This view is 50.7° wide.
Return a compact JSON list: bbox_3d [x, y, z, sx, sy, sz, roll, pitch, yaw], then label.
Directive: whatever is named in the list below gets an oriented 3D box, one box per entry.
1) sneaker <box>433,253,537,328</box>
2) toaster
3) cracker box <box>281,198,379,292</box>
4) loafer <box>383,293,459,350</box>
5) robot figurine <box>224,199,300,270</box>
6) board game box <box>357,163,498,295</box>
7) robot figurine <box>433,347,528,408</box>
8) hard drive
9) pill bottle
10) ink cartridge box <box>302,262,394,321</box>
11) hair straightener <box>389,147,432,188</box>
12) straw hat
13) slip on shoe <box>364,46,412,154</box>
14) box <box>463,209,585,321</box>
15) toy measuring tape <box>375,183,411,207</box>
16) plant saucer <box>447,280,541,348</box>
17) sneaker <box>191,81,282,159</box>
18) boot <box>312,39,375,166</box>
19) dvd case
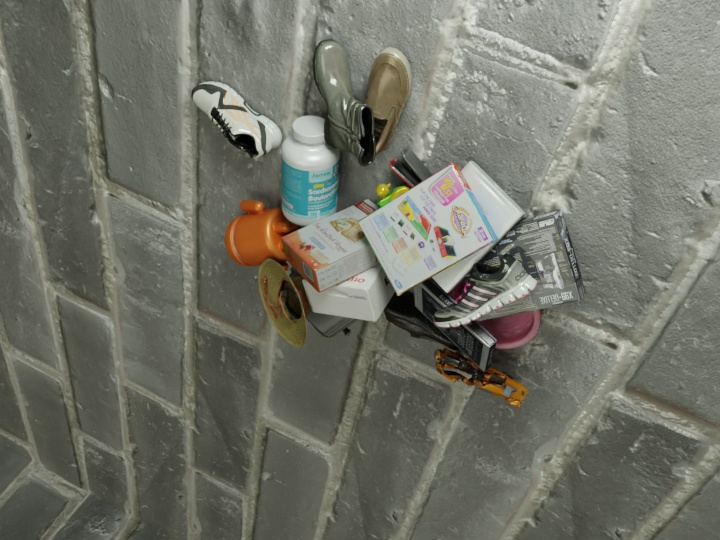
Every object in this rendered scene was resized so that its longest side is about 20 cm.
[{"bbox_3d":[0.207,0.034,1.339,0.199,0.074,0.088,-29,91,28],"label":"sneaker"},{"bbox_3d":[-0.060,0.052,1.630,0.200,0.114,0.129,49,133,-7],"label":"toaster"},{"bbox_3d":[-0.030,-0.051,1.431,0.134,0.199,0.058,41,149,45],"label":"cracker box"},{"bbox_3d":[0.138,0.111,1.598,0.199,0.073,0.071,27,148,12],"label":"loafer"},{"bbox_3d":[-0.207,-0.071,1.614,0.199,0.117,0.144,-8,143,35],"label":"robot figurine"},{"bbox_3d":[0.116,-0.070,1.326,0.200,0.040,0.153,-30,85,20],"label":"board game box"},{"bbox_3d":[0.241,0.218,1.575,0.199,0.058,0.145,22,179,-3],"label":"robot figurine"},{"bbox_3d":[0.177,-0.075,1.348,0.132,0.026,0.200,47,117,12],"label":"hard drive"},{"bbox_3d":[-0.096,-0.189,1.442,0.110,0.111,0.201,20,136,16],"label":"pill bottle"},{"bbox_3d":[0.000,0.000,1.483,0.145,0.200,0.085,7,130,28],"label":"ink cartridge box"},{"bbox_3d":[0.144,-0.147,1.374,0.200,0.041,0.077,47,129,-1],"label":"hair straightener"},{"bbox_3d":[-0.126,0.052,1.539,0.201,0.085,0.202,39,140,44],"label":"straw hat"},{"bbox_3d":[0.036,-0.285,1.314,0.076,0.061,0.200,27,136,9],"label":"slip on shoe"},{"bbox_3d":[0.282,-0.006,1.357,0.199,0.050,0.158,-15,98,30],"label":"box"},{"bbox_3d":[0.114,-0.102,1.424,0.200,0.074,0.074,38,137,-11],"label":"toy measuring tape"},{"bbox_3d":[0.258,0.064,1.488,0.200,0.051,0.201,17,135,18],"label":"plant saucer"},{"bbox_3d":[-0.250,-0.293,1.473,0.200,0.080,0.074,34,139,4],"label":"sneaker"},{"bbox_3d":[-0.016,-0.286,1.288,0.131,0.067,0.201,35,139,54],"label":"boot"},{"bbox_3d":[0.180,0.100,1.476,0.200,0.025,0.150,45,166,22],"label":"dvd case"}]
